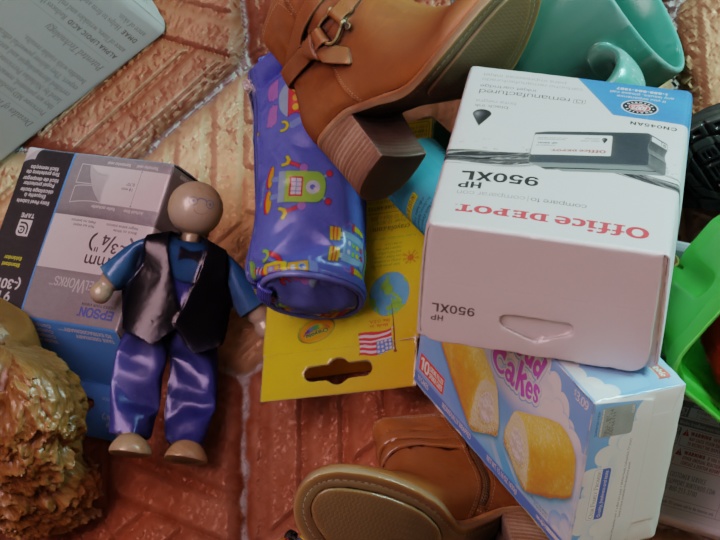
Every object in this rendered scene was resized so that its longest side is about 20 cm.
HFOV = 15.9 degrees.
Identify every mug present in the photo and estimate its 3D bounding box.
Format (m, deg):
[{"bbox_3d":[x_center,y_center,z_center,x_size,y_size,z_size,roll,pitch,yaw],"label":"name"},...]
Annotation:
[{"bbox_3d":[0.126,-0.165,1.719,0.114,0.185,0.152,-31,93,19],"label":"mug"}]

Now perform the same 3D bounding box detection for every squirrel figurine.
[{"bbox_3d":[-0.284,0.129,1.847,0.200,0.142,0.187,25,108,21],"label":"squirrel figurine"}]

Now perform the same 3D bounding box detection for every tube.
[{"bbox_3d":[0.090,-0.006,1.702,0.050,0.077,0.200,-32,59,-17],"label":"tube"}]

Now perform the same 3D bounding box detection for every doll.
[{"bbox_3d":[-0.126,0.035,1.831,0.136,0.048,0.200,8,79,-7],"label":"doll"}]

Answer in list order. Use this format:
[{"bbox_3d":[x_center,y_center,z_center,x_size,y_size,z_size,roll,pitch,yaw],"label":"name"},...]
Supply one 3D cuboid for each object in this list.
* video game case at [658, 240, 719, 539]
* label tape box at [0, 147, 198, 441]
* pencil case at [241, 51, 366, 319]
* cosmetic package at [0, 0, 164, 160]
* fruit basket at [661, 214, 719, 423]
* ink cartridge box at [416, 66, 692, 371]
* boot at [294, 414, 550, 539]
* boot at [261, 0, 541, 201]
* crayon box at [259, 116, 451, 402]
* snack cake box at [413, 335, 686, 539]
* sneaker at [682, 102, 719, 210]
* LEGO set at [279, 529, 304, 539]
[{"bbox_3d":[0.240,0.081,1.641,0.200,0.022,0.182,14,77,35],"label":"video game case"},{"bbox_3d":[-0.207,0.016,1.909,0.144,0.063,0.200,8,73,34],"label":"label tape box"},{"bbox_3d":[-0.038,-0.065,1.770,0.087,0.078,0.200,-1,65,-1],"label":"pencil case"},{"bbox_3d":[-0.295,-0.215,2.001,0.200,0.165,0.165,-37,55,12],"label":"cosmetic package"},{"bbox_3d":[0.296,0.031,1.536,0.216,0.156,0.216,-29,41,29],"label":"fruit basket"},{"bbox_3d":[0.120,-0.036,1.558,0.145,0.084,0.200,7,33,7],"label":"ink cartridge box"},{"bbox_3d":[0.030,0.136,1.618,0.074,0.200,0.155,-56,30,19],"label":"boot"},{"bbox_3d":[0.018,-0.164,1.684,0.200,0.074,0.155,-47,59,27],"label":"boot"},{"bbox_3d":[0.000,0.000,1.800,0.127,0.051,0.200,-7,65,28],"label":"crayon box"},{"bbox_3d":[0.112,0.068,1.581,0.200,0.067,0.115,49,141,48],"label":"snack cake box"},{"bbox_3d":[0.198,-0.075,1.703,0.200,0.076,0.091,-22,33,8],"label":"sneaker"},{"bbox_3d":[-0.007,0.265,1.624,0.200,0.154,0.116,36,76,26],"label":"LEGO set"}]
